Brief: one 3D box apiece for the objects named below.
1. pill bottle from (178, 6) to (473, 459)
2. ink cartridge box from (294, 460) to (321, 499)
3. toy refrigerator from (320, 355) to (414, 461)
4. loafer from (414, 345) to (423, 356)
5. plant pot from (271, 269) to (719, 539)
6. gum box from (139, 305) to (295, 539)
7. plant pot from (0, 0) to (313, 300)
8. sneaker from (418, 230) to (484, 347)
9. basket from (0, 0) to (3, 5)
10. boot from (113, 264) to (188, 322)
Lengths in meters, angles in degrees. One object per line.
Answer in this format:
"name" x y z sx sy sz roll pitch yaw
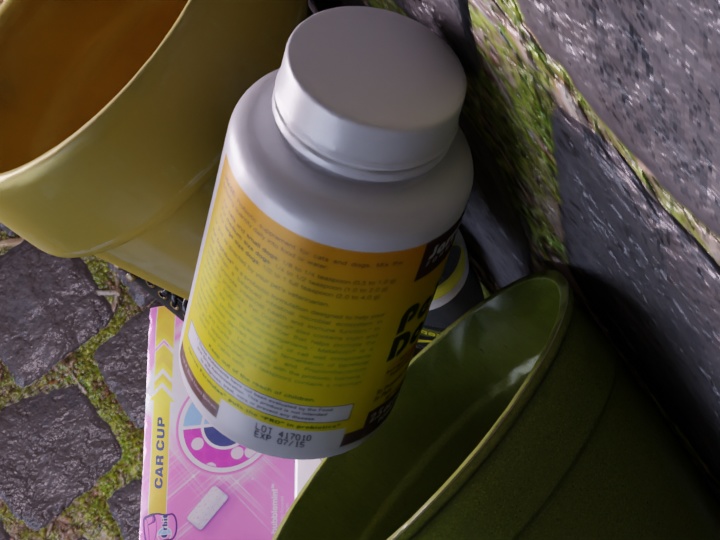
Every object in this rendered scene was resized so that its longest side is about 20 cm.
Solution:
"pill bottle" -0.015 -0.016 0.849 0.109 0.109 0.201 50 143 29
"ink cartridge box" 0.010 0.134 1.319 0.147 0.085 0.201 66 -159 -56
"toy refrigerator" 0.032 0.138 1.148 0.201 0.070 0.076 60 161 -16
"loafer" 0.016 0.028 1.196 0.201 0.068 0.076 61 171 -17
"plant pot" 0.088 0.140 0.877 0.193 0.201 0.200 44 174 -10
"gum box" -0.089 0.112 1.345 0.066 0.113 0.202 61 -154 -61
"plant pot" -0.080 -0.072 0.981 0.189 0.201 0.201 40 -178 -33
"sneaker" 0.000 0.000 1.094 0.200 0.074 0.085 30 158 52
"basket" -0.258 -0.307 1.478 0.142 0.149 0.201 4 139 35
"boot" -0.086 0.023 1.091 0.138 0.078 0.200 29 -170 -24
